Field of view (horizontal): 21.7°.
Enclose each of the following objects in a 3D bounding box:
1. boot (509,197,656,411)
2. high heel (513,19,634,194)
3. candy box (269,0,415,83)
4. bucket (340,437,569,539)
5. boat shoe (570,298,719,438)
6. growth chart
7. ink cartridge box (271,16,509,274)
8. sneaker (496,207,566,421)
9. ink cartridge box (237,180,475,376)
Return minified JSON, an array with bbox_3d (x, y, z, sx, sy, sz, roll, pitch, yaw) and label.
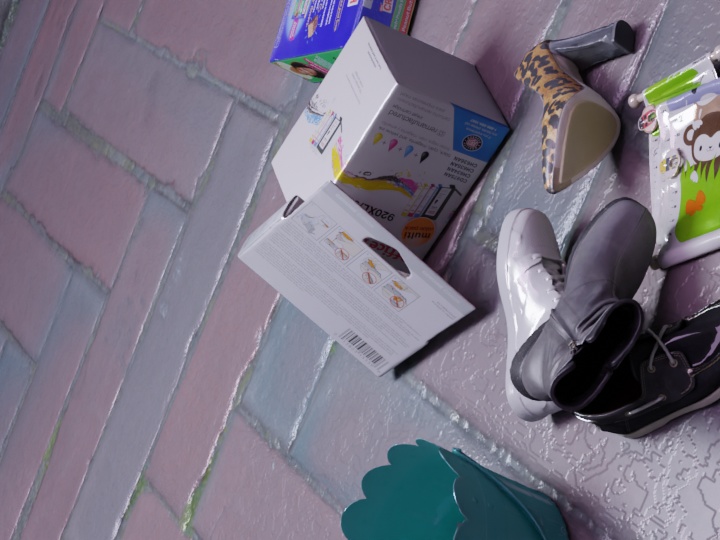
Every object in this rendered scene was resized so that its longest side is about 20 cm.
[{"bbox_3d":[0.206,0.029,1.552,0.200,0.070,0.132,-62,11,-7],"label":"boot"},{"bbox_3d":[0.178,-0.141,1.777,0.142,0.071,0.200,-15,44,50],"label":"high heel"},{"bbox_3d":[-0.013,-0.320,2.224,0.200,0.077,0.170,0,72,61],"label":"candy box"},{"bbox_3d":[0.079,0.262,1.646,0.207,0.134,0.208,-38,42,46],"label":"bucket"},{"bbox_3d":[0.252,0.076,1.532,0.200,0.067,0.072,-40,39,41],"label":"boat shoe"},{"bbox_3d":[0.290,-0.098,1.623,0.145,0.018,0.201,-36,46,48],"label":"growth chart"},{"bbox_3d":[0.028,-0.128,1.961,0.200,0.147,0.145,-57,32,24],"label":"ink cartridge box"},{"bbox_3d":[0.184,0.026,1.683,0.115,0.073,0.201,-26,61,50],"label":"sneaker"},{"bbox_3d":[0.000,0.000,1.883,0.173,0.200,0.044,-38,16,44],"label":"ink cartridge box"}]
